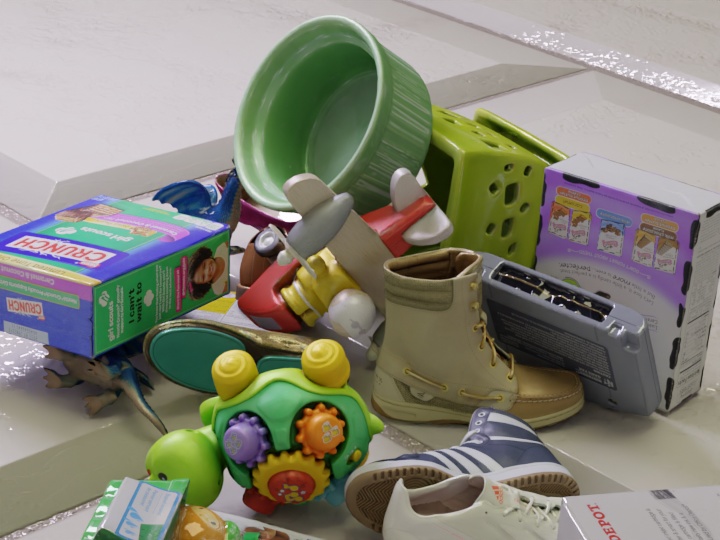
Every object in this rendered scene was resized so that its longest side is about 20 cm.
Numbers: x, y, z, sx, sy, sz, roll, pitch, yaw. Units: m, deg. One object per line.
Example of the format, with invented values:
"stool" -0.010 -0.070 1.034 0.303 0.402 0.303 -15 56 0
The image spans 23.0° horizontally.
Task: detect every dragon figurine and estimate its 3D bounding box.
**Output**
"dragon figurine" -0.178 -0.060 1.851 0.198 0.101 0.059 -11 -3 17
"dragon figurine" -0.223 0.085 1.625 0.199 0.059 0.099 20 30 34

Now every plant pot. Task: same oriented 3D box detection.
"plant pot" 0.106 -0.062 1.838 0.180 0.202 0.199 -2 23 -34

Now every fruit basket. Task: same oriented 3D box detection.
"fruit basket" -0.111 0.223 1.305 0.198 0.095 0.186 10 25 5

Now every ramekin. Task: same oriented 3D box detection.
"ramekin" -0.023 -0.140 1.746 0.097 0.201 0.199 24 5 -44

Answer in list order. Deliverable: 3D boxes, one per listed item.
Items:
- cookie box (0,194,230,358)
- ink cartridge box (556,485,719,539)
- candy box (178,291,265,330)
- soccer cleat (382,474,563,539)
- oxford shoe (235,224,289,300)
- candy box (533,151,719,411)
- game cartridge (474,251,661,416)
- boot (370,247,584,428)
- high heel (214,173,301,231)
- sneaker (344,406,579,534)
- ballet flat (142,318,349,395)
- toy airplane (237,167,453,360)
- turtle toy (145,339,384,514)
"cookie box" -0.245 0.001 1.653 0.170 0.076 0.199 13 24 31
"ink cartridge box" 0.261 0.235 1.338 0.198 0.085 0.146 -3 25 -14
"candy box" -0.167 0.045 1.759 0.198 0.027 0.102 9 25 11
"soccer cleat" 0.116 0.198 1.405 0.198 0.078 0.069 -1 25 -11
"oxford shoe" -0.084 -0.013 1.820 0.070 0.072 0.200 6 8 3
"candy box" 0.251 0.009 1.687 0.167 0.202 0.071 21 28 33
"game cartridge" 0.187 0.062 1.649 0.199 0.134 0.041 23 56 33
"boot" 0.112 0.060 1.610 0.198 0.157 0.073 3 24 -1
"high heel" -0.078 -0.082 1.861 0.068 0.096 0.199 -57 22 -19
"sneaker" 0.074 0.166 1.478 0.198 0.071 0.109 2 27 -16
"ballet flat" -0.108 0.079 1.625 0.198 0.071 0.071 11 21 -19
"toy airplane" 0.000 0.000 1.651 0.198 0.200 0.142 8 45 -16
"turtle toy" -0.078 0.143 1.449 0.198 0.147 0.102 -7 46 7
